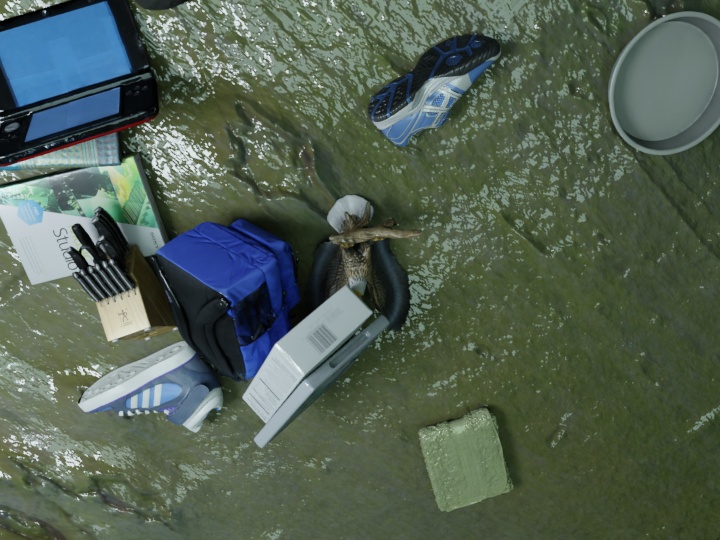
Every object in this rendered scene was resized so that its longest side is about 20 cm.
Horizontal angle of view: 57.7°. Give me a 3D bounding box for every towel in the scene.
[{"bbox_3d":[0.188,0.344,1.176,0.148,0.037,0.200,-19,115,0],"label":"towel"},{"bbox_3d":[-0.418,-0.205,0.845,0.199,0.022,0.147,-3,100,-8],"label":"towel"}]

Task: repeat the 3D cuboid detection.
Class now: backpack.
[{"bbox_3d":[-0.167,0.047,0.917,0.168,0.162,0.200,-33,138,-32],"label":"backpack"}]

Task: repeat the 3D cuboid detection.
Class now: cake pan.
[{"bbox_3d":[0.451,-0.271,0.954,0.200,0.037,0.201,-3,113,-7],"label":"cake pan"}]

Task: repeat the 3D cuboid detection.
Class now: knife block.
[{"bbox_3d":[-0.331,0.008,0.917,0.064,0.200,0.176,-18,84,1],"label":"knife block"}]

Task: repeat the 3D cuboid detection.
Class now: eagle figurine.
[{"bbox_3d":[-0.003,0.005,0.973,0.152,0.151,0.200,30,147,21],"label":"eagle figurine"}]

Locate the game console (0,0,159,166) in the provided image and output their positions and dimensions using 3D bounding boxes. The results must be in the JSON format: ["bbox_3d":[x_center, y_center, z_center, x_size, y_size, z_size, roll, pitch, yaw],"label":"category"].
[{"bbox_3d":[-0.360,-0.235,0.783,0.200,0.172,0.119,-19,129,-5],"label":"game console"}]

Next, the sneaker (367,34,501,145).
[{"bbox_3d":[0.106,-0.251,0.902,0.200,0.076,0.077,-32,136,6],"label":"sneaker"}]

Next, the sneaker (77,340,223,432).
[{"bbox_3d":[-0.315,0.211,1.018,0.200,0.081,0.147,-26,110,-3],"label":"sneaker"}]

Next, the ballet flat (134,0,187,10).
[{"bbox_3d":[-0.194,-0.378,0.794,0.200,0.068,0.068,-26,115,3],"label":"ballet flat"}]

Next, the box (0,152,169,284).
[{"bbox_3d":[-0.386,-0.072,0.913,0.199,0.036,0.145,-15,114,-4],"label":"box"}]

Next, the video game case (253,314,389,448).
[{"bbox_3d":[-0.057,0.163,0.954,0.022,0.182,0.200,46,135,8],"label":"video game case"}]

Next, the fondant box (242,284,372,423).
[{"bbox_3d":[-0.078,0.122,0.925,0.058,0.144,0.200,46,144,6],"label":"fondant box"}]
